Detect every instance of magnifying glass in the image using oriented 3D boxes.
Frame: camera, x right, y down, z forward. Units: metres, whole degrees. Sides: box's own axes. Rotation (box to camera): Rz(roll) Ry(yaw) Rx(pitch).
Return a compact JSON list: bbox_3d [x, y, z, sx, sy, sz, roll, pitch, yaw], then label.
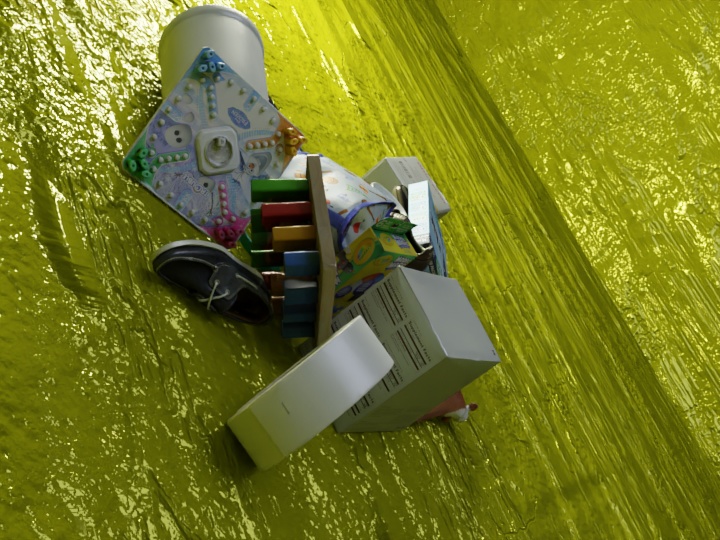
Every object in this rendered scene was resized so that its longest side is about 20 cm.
[{"bbox_3d":[-0.133,-0.006,1.378,0.079,0.022,0.203,16,44,-57],"label":"magnifying glass"}]

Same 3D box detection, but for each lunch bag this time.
[{"bbox_3d":[-0.059,-0.103,1.481,0.168,0.126,0.200,31,11,14],"label":"lunch bag"}]

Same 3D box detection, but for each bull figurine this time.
[{"bbox_3d":[0.119,0.194,1.522,0.199,0.064,0.123,6,57,-59],"label":"bull figurine"}]

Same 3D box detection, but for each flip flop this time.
[{"bbox_3d":[0.078,-0.069,1.824,0.081,0.056,0.205,28,52,-63],"label":"flip flop"}]

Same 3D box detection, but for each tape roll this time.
[{"bbox_3d":[-0.058,0.140,1.076,0.071,0.201,0.202,53,22,1],"label":"tape roll"}]

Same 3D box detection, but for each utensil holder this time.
[{"bbox_3d":[-0.218,-0.269,1.403,0.169,0.169,0.203,33,31,-40],"label":"utensil holder"}]

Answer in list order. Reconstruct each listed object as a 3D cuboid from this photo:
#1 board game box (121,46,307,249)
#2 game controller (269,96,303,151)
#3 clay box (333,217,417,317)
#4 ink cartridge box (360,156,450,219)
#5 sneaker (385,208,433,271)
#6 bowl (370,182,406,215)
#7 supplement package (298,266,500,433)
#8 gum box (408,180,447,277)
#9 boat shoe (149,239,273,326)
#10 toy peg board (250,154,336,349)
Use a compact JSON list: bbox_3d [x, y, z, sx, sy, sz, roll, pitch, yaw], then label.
[{"bbox_3d":[-0.193,-0.163,1.278,0.199,0.202,0.026,39,-10,-31],"label":"board game box"},{"bbox_3d":[-0.149,-0.256,1.684,0.202,0.042,0.104,59,23,12],"label":"game controller"},{"bbox_3d":[0.000,0.000,1.397,0.114,0.199,0.048,5,50,-60],"label":"clay box"},{"bbox_3d":[0.097,-0.158,1.976,0.147,0.087,0.199,56,24,7],"label":"ink cartridge box"},{"bbox_3d":[0.048,-0.082,1.585,0.201,0.076,0.070,48,36,5],"label":"sneaker"},{"bbox_3d":[0.024,-0.096,1.710,0.200,0.090,0.202,41,20,-18],"label":"bowl"},{"bbox_3d":[0.058,0.119,1.341,0.190,0.199,0.149,13,44,-58],"label":"supplement package"},{"bbox_3d":[0.128,-0.041,1.756,0.202,0.044,0.172,-87,163,-52],"label":"gum box"},{"bbox_3d":[-0.182,0.017,1.179,0.199,0.071,0.069,30,30,-50],"label":"boat shoe"},{"bbox_3d":[-0.096,-0.011,1.247,0.095,0.202,0.202,-3,50,-8],"label":"toy peg board"}]
